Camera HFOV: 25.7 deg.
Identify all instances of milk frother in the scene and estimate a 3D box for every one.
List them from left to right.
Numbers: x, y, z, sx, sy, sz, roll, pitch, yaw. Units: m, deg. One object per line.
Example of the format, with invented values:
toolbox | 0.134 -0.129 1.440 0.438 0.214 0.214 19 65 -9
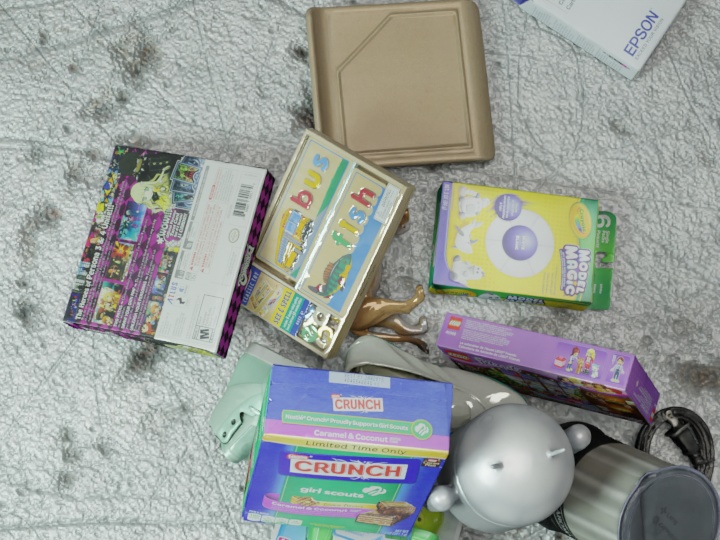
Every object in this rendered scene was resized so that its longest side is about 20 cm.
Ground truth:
milk frother | 0.298 0.214 1.574 0.181 0.188 0.200 45 79 -23

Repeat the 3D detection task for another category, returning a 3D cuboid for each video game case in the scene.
video game case | -0.198 -0.022 1.635 0.180 0.036 0.202 10 76 19

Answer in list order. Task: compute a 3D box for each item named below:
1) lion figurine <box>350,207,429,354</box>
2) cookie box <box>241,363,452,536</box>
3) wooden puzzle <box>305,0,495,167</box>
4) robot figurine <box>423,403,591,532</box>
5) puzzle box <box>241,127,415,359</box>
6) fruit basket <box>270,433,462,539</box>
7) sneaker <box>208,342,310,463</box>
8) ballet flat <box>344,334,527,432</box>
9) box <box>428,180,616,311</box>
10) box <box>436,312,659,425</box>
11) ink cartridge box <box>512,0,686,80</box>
lion figurine | 0.000 0.000 1.659 0.121 0.072 0.202 -11 82 -1
cookie box | -0.016 0.171 1.469 0.170 0.200 0.076 7 58 -6
wooden puzzle | 0.043 -0.202 1.727 0.198 0.037 0.187 -3 78 -10
robot figurine | 0.138 0.189 1.503 0.169 0.200 0.114 -25 82 -12
puzzle box | -0.041 -0.028 1.621 0.133 0.025 0.201 30 104 22
fruit basket | 0.022 0.220 1.602 0.184 0.094 0.201 19 74 0
sneaker | -0.077 0.151 1.573 0.074 0.200 0.119 36 80 -33
ballet flat | 0.071 0.128 1.604 0.199 0.069 0.070 22 77 14
box | 0.177 -0.024 1.691 0.198 0.048 0.118 7 78 -5
box | 0.189 0.099 1.581 0.199 0.137 0.039 12 75 25
ink cartridge box | 0.277 -0.347 1.772 0.199 0.043 0.197 33 78 2
